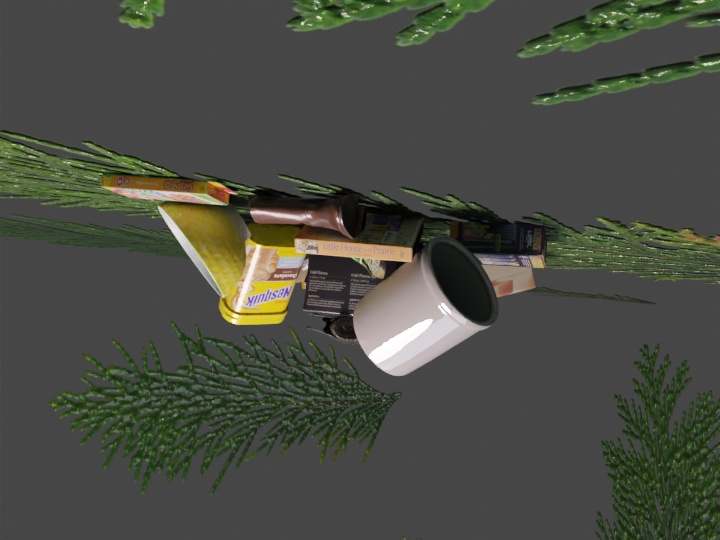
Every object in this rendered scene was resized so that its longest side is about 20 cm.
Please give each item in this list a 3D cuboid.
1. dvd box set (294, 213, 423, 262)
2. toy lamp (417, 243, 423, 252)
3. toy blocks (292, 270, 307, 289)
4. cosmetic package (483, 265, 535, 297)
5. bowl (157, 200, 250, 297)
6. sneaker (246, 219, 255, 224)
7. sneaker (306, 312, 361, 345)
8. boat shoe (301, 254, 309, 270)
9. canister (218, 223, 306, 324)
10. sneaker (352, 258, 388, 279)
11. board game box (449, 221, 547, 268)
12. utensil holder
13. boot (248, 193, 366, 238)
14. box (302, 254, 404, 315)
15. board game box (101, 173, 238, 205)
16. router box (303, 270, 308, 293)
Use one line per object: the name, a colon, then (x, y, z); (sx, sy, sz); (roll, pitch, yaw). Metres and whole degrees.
dvd box set: (0.002, -0.061, 1.181); (0.196, 0.030, 0.147); (5, -156, 11)
toy lamp: (0.049, -0.042, 1.642); (0.196, 0.059, 0.058); (5, 176, 17)
toy blocks: (-0.183, -0.033, 1.705); (0.197, 0.101, 0.137); (-9, -135, -28)
cosmetic package: (0.286, 0.022, 1.581); (0.196, 0.089, 0.103); (-13, 176, 5)
bowl: (-0.262, -0.063, 1.250); (0.107, 0.202, 0.200); (-36, -173, -14)
sneaker: (-0.251, -0.086, 1.425); (0.129, 0.081, 0.200); (-20, 153, 5)
sneaker: (-0.003, 0.121, 1.394); (0.196, 0.061, 0.104); (12, 173, -16)
boat shoe: (-0.068, -0.056, 1.537); (0.198, 0.067, 0.070); (-22, 177, -43)
canister: (-0.197, 0.007, 1.431); (0.146, 0.202, 0.087); (1, -142, -33)
sneaker: (-0.006, -0.039, 1.249); (0.087, 0.078, 0.200); (3, -162, -22)
board game box: (0.259, -0.046, 1.285); (0.162, 0.058, 0.200); (2, 175, 16)
utensil holder: (0.108, 0.065, 1.191); (0.168, 0.172, 0.199); (9, 143, -44)
boot: (-0.098, -0.094, 1.095); (0.196, 0.065, 0.186); (9, 178, 8)
box: (0.000, 0.000, 1.395); (0.197, 0.186, 0.104); (5, 177, 23)
board game box: (-0.304, -0.130, 1.124); (0.196, 0.031, 0.095); (3, 176, 10)
router box: (-0.018, 0.009, 1.550); (0.196, 0.052, 0.150); (-7, -161, 5)
